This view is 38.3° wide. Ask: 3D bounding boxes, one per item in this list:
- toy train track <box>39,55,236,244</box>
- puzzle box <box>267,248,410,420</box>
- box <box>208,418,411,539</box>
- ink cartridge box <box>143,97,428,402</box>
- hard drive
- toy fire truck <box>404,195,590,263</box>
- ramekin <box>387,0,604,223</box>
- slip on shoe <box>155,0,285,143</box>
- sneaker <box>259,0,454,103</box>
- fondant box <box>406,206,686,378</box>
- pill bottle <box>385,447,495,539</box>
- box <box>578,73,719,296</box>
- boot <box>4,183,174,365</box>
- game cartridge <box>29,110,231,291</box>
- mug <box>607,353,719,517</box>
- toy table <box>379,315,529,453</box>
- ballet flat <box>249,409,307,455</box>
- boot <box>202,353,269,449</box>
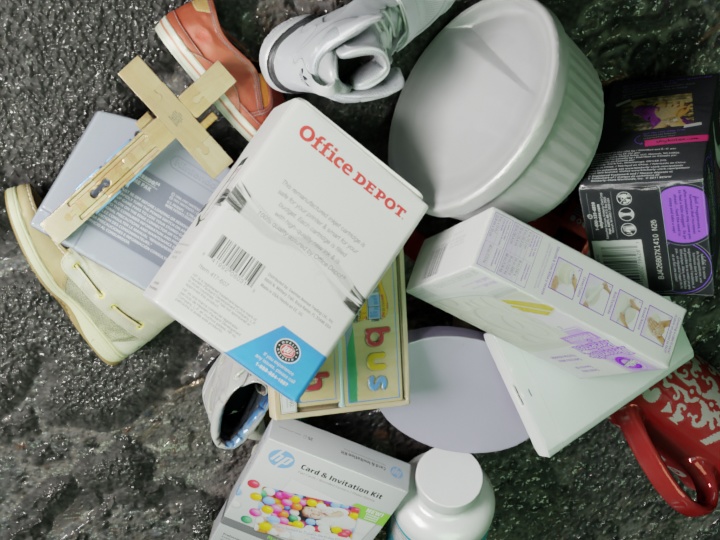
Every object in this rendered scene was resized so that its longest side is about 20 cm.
[{"bbox_3d":[-0.185,-0.099,0.868,0.200,0.033,0.115,-42,103,-1],"label":"toy train track"},{"bbox_3d":[-0.022,0.028,0.936,0.132,0.025,0.203,-5,93,-20],"label":"puzzle box"},{"bbox_3d":[-0.057,0.249,1.091,0.155,0.041,0.201,23,127,-10],"label":"box"},{"bbox_3d":[-0.062,-0.018,0.862,0.146,0.084,0.201,38,80,-16],"label":"ink cartridge box"},{"bbox_3d":[0.228,0.074,1.023,0.199,0.026,0.133,-29,97,-21],"label":"hard drive"},{"bbox_3d":[0.155,-0.028,1.035,0.199,0.049,0.142,26,96,-25],"label":"toy fire truck"},{"bbox_3d":[0.123,-0.130,0.911,0.094,0.203,0.203,23,112,-35],"label":"ramekin"},{"bbox_3d":[-0.093,-0.156,0.915,0.061,0.074,0.200,-39,115,6],"label":"slip on shoe"},{"bbox_3d":[0.020,-0.199,0.871,0.199,0.115,0.076,-31,123,-16],"label":"sneaker"},{"bbox_3d":[0.158,0.026,0.908,0.198,0.144,0.059,25,74,-14],"label":"fondant box"},{"bbox_3d":[0.086,0.269,1.127,0.109,0.112,0.201,-7,142,-9],"label":"pill bottle"},{"bbox_3d":[0.275,-0.081,0.953,0.105,0.201,0.123,-1,124,25],"label":"box"},{"bbox_3d":[-0.217,-0.023,0.957,0.154,0.072,0.201,-28,121,1],"label":"boot"},{"bbox_3d":[-0.169,-0.046,0.914,0.199,0.040,0.134,32,85,-17],"label":"game cartridge"},{"bbox_3d":[0.340,0.150,1.126,0.199,0.178,0.134,35,109,-22],"label":"mug"},{"bbox_3d":[0.091,0.096,1.066,0.199,0.117,0.184,33,106,-27],"label":"toy table"},{"bbox_3d":[-0.085,0.184,1.112,0.071,0.068,0.202,-4,125,11],"label":"ballet flat"},{"bbox_3d":[-0.096,0.081,1.025,0.073,0.096,0.201,17,112,-21],"label":"boot"}]
